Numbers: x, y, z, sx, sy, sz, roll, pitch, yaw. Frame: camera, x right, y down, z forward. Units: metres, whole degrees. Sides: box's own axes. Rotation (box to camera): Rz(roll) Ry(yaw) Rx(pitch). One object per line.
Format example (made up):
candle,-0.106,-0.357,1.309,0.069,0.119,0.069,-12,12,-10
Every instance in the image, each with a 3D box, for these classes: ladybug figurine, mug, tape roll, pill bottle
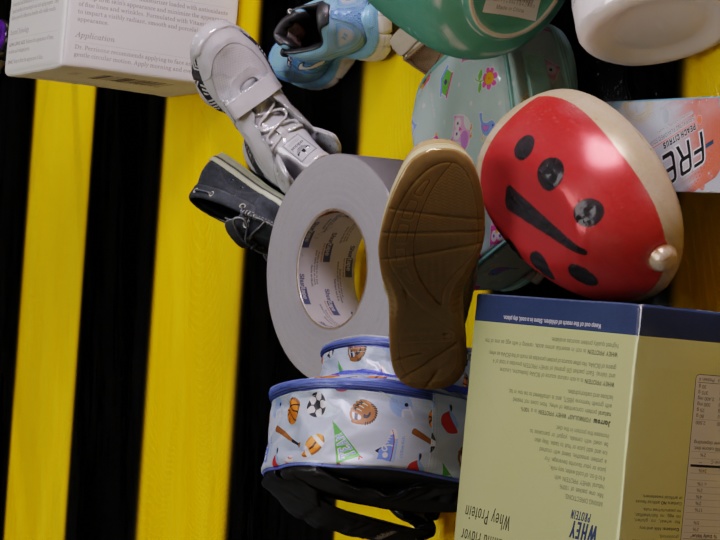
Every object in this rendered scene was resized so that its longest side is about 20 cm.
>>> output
ladybug figurine,0.142,-0.047,1.308,0.200,0.072,0.136,38,134,52
mug,0.097,-0.241,1.412,0.114,0.185,0.152,44,169,46
tape roll,0.000,0.000,1.682,0.200,0.066,0.201,-4,85,52
pill bottle,0.193,-0.254,1.336,0.114,0.114,0.200,-38,53,55

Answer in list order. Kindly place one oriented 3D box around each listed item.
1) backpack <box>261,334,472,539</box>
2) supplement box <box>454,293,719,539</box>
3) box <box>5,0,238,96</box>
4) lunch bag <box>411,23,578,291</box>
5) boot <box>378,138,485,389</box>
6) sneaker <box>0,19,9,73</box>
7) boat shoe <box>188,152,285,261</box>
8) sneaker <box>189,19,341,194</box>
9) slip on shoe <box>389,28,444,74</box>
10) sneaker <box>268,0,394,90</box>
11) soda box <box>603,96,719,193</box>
backpack,0.021,0.128,1.519,0.200,0.190,0.154,-31,59,58
supplement box,0.173,0.123,1.287,0.200,0.134,0.200,2,87,63
box,-0.263,-0.269,2.118,0.200,0.199,0.131,5,89,63
lunch bag,0.113,-0.087,1.502,0.160,0.077,0.200,-39,52,52
boot,0.051,-0.037,1.385,0.156,0.073,0.200,-87,-4,-53
sneaker,-0.565,-0.321,2.809,0.200,0.099,0.070,-30,58,57
boat shoe,-0.093,-0.045,1.852,0.062,0.075,0.200,-46,52,-10
sneaker,-0.082,-0.145,1.817,0.115,0.075,0.200,32,156,50
slip on shoe,0.100,-0.224,1.575,0.061,0.076,0.200,48,132,1
sneaker,-0.045,-0.224,1.812,0.200,0.090,0.079,160,112,-63
soda box,0.223,-0.085,1.294,0.200,0.068,0.064,5,98,63
